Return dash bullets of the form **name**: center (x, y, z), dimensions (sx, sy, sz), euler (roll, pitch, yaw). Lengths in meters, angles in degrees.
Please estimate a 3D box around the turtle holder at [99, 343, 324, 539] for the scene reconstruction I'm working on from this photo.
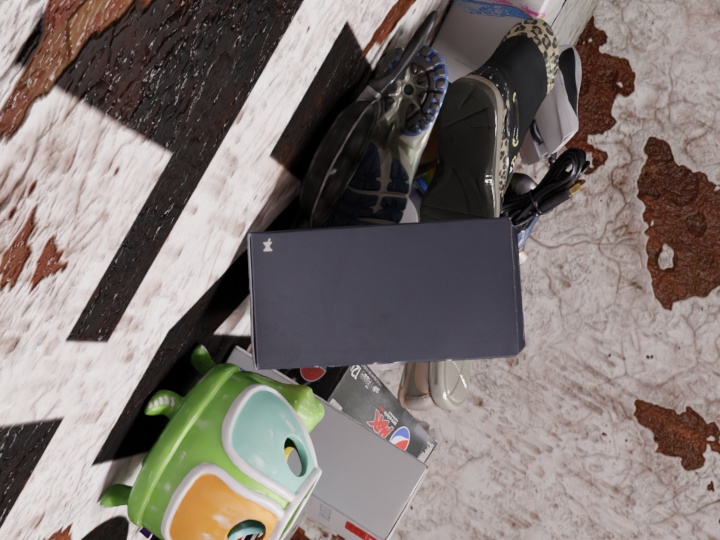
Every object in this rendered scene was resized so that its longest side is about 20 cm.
- **turtle holder**: center (-0.100, 0.149, 1.304), dimensions (0.142, 0.131, 0.185), euler (-61, 174, 4)

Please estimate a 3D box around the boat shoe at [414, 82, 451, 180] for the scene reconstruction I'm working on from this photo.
- **boat shoe**: center (0.059, -0.128, 1.590), dimensions (0.200, 0.070, 0.071), euler (-52, 166, -53)

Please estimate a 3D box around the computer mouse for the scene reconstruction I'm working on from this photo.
- **computer mouse**: center (0.165, -0.135, 1.573), dimensions (0.109, 0.044, 0.201), euler (-37, -143, 41)

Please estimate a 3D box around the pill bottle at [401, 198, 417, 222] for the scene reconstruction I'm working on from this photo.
- **pill bottle**: center (0.000, 0.000, 1.560), dimensions (0.105, 0.104, 0.200), euler (-56, 173, -28)

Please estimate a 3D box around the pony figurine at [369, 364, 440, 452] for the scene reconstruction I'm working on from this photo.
- **pony figurine**: center (-0.023, 0.145, 1.786), dimensions (0.200, 0.191, 0.168), euler (99, -18, -61)

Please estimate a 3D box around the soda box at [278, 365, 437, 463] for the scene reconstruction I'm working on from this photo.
- **soda box**: center (-0.004, 0.136, 1.611), dimensions (0.064, 0.070, 0.200), euler (-56, 143, -14)

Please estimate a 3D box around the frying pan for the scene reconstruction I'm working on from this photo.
- **frying pan**: center (-0.001, -0.119, 1.327), dimensions (0.191, 0.031, 0.115), euler (-65, 173, 16)

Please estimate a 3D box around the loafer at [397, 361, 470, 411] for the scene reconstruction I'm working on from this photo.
- **loafer**: center (0.068, 0.034, 1.578), dimensions (0.072, 0.062, 0.202), euler (36, 53, -48)

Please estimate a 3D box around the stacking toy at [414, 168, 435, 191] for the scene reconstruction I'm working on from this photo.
- **stacking toy**: center (0.090, -0.099, 1.661), dimensions (0.086, 0.085, 0.200), euler (-60, -168, 3)

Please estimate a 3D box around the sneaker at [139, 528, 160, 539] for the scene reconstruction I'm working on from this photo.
- **sneaker**: center (-0.158, 0.223, 1.548), dimensions (0.088, 0.074, 0.200), euler (-48, 161, -11)

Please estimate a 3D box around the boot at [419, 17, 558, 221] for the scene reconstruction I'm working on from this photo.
- **boot**: center (0.120, -0.112, 1.516), dimensions (0.154, 0.073, 0.205), euler (-49, 153, -44)

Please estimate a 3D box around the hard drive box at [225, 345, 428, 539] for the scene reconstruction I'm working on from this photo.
- **hard drive box**: center (-0.046, 0.165, 1.510), dimensions (0.077, 0.199, 0.156), euler (-58, 173, -14)

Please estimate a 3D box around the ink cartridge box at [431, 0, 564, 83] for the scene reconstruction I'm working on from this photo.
- **ink cartridge box**: center (0.151, -0.274, 1.595), dimensions (0.201, 0.084, 0.145), euler (-63, 173, 34)

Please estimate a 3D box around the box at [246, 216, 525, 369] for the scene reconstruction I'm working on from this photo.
- **box**: center (0.025, 0.019, 1.317), dimensions (0.182, 0.198, 0.105), euler (13, 73, -82)

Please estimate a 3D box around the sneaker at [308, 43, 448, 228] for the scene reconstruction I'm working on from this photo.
- **sneaker**: center (0.023, -0.098, 1.432), dimensions (0.201, 0.077, 0.085), euler (-61, 178, 17)

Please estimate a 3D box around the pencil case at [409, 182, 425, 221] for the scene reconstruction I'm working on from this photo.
- **pencil case**: center (0.025, -0.028, 1.737), dimensions (0.083, 0.091, 0.200), euler (-36, 167, -13)

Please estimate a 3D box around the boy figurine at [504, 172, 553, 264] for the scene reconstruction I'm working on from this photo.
- **boy figurine**: center (0.105, -0.003, 1.668), dimensions (0.124, 0.064, 0.201), euler (15, -116, 53)
